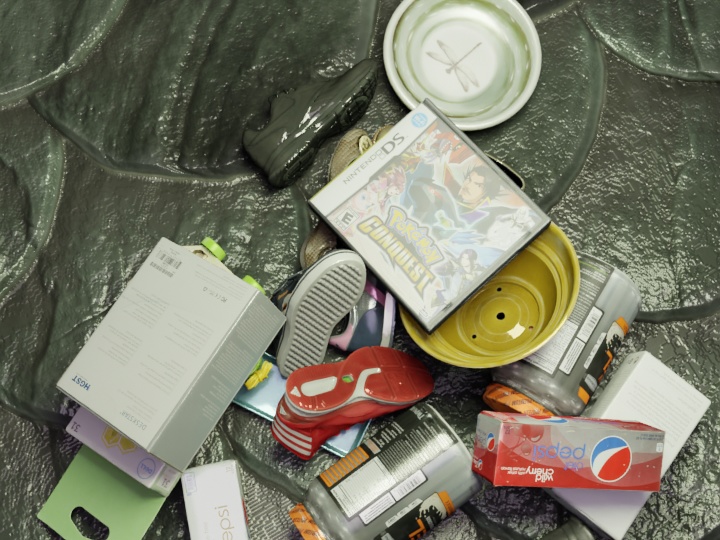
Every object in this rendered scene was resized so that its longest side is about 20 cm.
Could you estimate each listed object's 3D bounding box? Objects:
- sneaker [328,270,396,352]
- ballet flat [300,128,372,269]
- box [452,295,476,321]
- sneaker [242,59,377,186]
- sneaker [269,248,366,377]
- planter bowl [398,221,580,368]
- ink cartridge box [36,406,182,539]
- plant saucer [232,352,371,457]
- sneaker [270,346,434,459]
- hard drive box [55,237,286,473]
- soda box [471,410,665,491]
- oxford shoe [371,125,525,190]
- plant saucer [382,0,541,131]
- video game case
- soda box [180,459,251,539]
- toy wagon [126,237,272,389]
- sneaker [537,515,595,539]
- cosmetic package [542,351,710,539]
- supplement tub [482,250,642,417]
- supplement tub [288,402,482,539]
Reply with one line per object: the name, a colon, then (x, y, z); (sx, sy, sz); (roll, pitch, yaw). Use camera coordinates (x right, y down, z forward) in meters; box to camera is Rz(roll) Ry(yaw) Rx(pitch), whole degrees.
sneaker: (0.000, 0.000, 1.195); (0.082, 0.070, 0.201); (2, 77, -6)
ballet flat: (-0.018, -0.081, 1.195); (0.046, 0.067, 0.201); (1, 59, 36)
box: (0.083, -0.052, 1.179); (0.119, 0.041, 0.200); (-45, 106, -27)
sneaker: (-0.061, -0.197, 1.222); (0.091, 0.076, 0.200); (43, 75, 14)
sneaker: (-0.058, 0.031, 1.127); (0.078, 0.200, 0.080); (3, 48, -27)
planter bowl: (0.148, 0.034, 1.111); (0.199, 0.084, 0.201); (-11, 56, 16)
ink cartridge box: (-0.270, 0.213, 1.113); (0.145, 0.048, 0.200); (25, 74, 31)
plant saucer: (-0.085, 0.150, 1.187); (0.199, 0.019, 0.070); (27, 78, 0)
sneaker: (-0.018, 0.153, 1.155); (0.199, 0.116, 0.079); (0, 50, -33)
hard drive box: (-0.203, 0.087, 1.079); (0.155, 0.077, 0.200); (27, 75, 31)
soda box: (0.224, 0.195, 1.081); (0.199, 0.063, 0.070); (6, 92, -16)
oxford shoe: (0.111, -0.136, 1.227); (0.199, 0.075, 0.071); (20, 78, -1)
plant saucer: (0.126, -0.266, 1.266); (0.199, 0.050, 0.201); (1, 80, -4)
video game case: (0.073, -0.063, 1.093); (0.181, 0.026, 0.200); (-41, 74, -7)
soda box: (-0.153, 0.316, 1.124); (0.063, 0.068, 0.201); (-9, 80, -6)
toy wagon: (-0.182, 0.064, 1.172); (0.200, 0.040, 0.155); (42, 79, 12)
sneaker: (0.261, 0.388, 1.149); (0.090, 0.076, 0.201); (-27, 75, 1)
cosmetic package: (0.309, 0.204, 1.181); (0.102, 0.074, 0.200); (38, 81, 3)
supplement tub: (0.232, 0.087, 1.170); (0.122, 0.123, 0.200); (31, 79, 2)
supplement tub: (0.026, 0.251, 1.123); (0.200, 0.123, 0.123); (-35, 84, -9)
